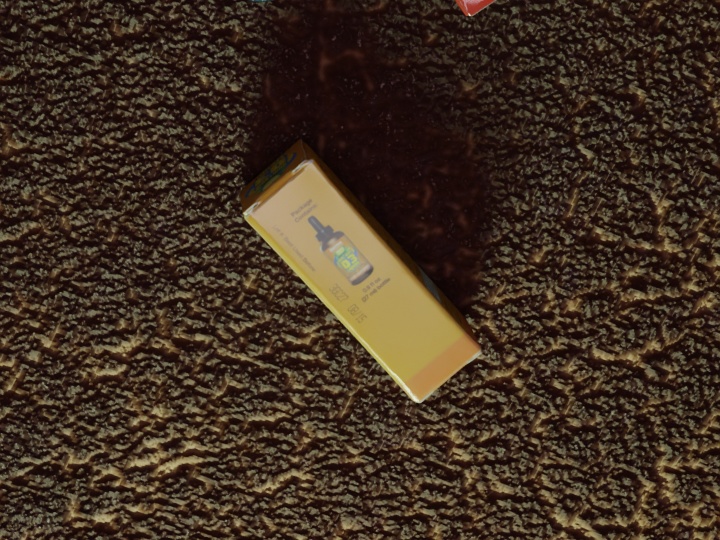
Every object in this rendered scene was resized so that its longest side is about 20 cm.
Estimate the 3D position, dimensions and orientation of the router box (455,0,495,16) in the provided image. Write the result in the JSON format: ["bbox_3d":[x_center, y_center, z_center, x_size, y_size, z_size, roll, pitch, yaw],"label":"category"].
[{"bbox_3d":[0.107,-0.304,1.384,0.200,0.049,0.180,-33,110,7],"label":"router box"}]

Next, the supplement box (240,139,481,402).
[{"bbox_3d":[0.000,0.000,1.480,0.066,0.069,0.200,-39,111,8],"label":"supplement box"}]
